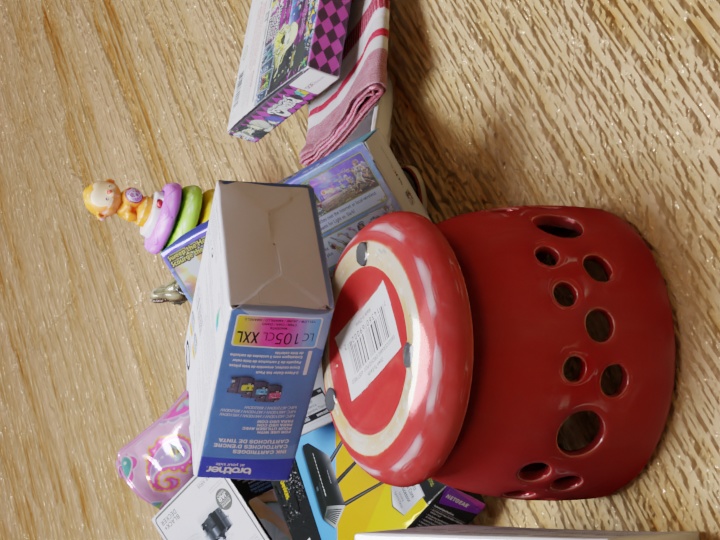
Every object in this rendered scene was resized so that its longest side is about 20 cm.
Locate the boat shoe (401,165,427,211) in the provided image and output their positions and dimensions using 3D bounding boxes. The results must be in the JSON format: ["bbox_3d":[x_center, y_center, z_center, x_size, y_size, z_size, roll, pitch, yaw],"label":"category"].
[{"bbox_3d":[0.000,0.000,1.403,0.201,0.062,0.071,-68,31,31],"label":"boat shoe"}]

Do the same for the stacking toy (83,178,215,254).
[{"bbox_3d":[-0.166,-0.043,1.571,0.110,0.199,0.117,-44,30,54],"label":"stacking toy"}]

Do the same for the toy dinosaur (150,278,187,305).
[{"bbox_3d":[-0.115,0.014,1.497,0.199,0.088,0.048,11,65,32],"label":"toy dinosaur"}]

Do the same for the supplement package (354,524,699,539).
[{"bbox_3d":[0.106,0.244,1.059,0.199,0.110,0.157,-6,82,42],"label":"supplement package"}]

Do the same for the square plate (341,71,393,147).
[{"bbox_3d":[-0.027,-0.047,1.390,0.201,0.028,0.199,-56,13,27],"label":"square plate"}]

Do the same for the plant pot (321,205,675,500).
[{"bbox_3d":[0.083,0.056,1.113,0.200,0.181,0.203,1,92,62],"label":"plant pot"}]

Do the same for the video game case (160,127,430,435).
[{"bbox_3d":[-0.026,0.016,1.277,0.199,0.045,0.182,-26,102,25],"label":"video game case"}]

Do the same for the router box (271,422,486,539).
[{"bbox_3d":[0.004,0.161,1.322,0.149,0.051,0.200,-48,37,16],"label":"router box"}]

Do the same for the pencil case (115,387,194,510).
[{"bbox_3d":[-0.139,0.132,1.548,0.200,0.087,0.087,-48,34,0],"label":"pencil case"}]

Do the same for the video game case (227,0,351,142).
[{"bbox_3d":[-0.056,-0.235,1.489,0.181,0.036,0.202,-29,48,60],"label":"video game case"}]

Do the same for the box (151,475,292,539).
[{"bbox_3d":[-0.083,0.262,1.442,0.201,0.060,0.117,55,128,15],"label":"box"}]

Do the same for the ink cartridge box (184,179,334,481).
[{"bbox_3d":[-0.079,0.055,1.187,0.137,0.076,0.201,-101,21,-47],"label":"ink cartridge box"}]

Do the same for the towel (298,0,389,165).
[{"bbox_3d":[-0.012,-0.203,1.437,0.144,0.023,0.202,134,144,-52],"label":"towel"}]
